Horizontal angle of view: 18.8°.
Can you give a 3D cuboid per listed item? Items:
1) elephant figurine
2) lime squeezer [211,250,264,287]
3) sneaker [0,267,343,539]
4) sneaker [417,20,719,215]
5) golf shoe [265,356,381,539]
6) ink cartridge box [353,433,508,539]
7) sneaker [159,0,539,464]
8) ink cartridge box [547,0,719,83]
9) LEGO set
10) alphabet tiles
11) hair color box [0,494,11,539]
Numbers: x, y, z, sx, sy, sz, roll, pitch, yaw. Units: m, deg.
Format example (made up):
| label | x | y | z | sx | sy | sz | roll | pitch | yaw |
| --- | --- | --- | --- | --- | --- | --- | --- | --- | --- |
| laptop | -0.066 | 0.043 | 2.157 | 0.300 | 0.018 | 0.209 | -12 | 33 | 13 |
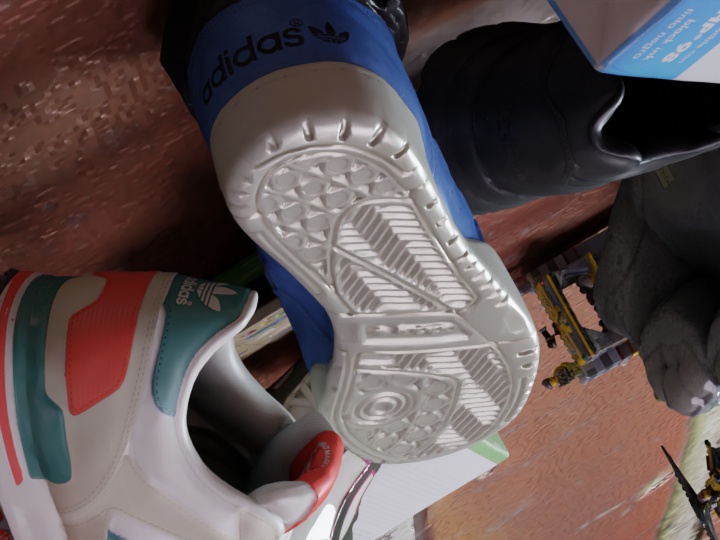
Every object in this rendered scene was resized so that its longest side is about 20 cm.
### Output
| label | x | y | z | sx | sy | sz | roll | pitch | yaw |
| --- | --- | --- | --- | --- | --- | --- | --- | --- | --- |
| elephant figurine | 0.199 | -0.011 | 0.869 | 0.199 | 0.142 | 0.156 | -5 | 125 | -36 |
| lime squeezer | 0.031 | -0.040 | 0.814 | 0.200 | 0.038 | 0.071 | -31 | 160 | -5 |
| sneaker | -0.047 | 0.086 | 0.654 | 0.093 | 0.200 | 0.070 | -5 | -150 | 16 |
| sneaker | 0.113 | -0.072 | 0.727 | 0.200 | 0.076 | 0.091 | -35 | -156 | -35 |
| golf shoe | -0.016 | 0.059 | 0.910 | 0.200 | 0.077 | 0.088 | -41 | 151 | -40 |
| ink cartridge box | -0.034 | 0.119 | 1.079 | 0.200 | 0.048 | 0.146 | -33 | 160 | 9 |
| sneaker | -0.003 | -0.027 | 0.665 | 0.077 | 0.111 | 0.200 | -21 | 145 | 7 |
| ink cartridge box | 0.112 | -0.116 | 0.638 | 0.067 | 0.116 | 0.200 | -43 | 157 | 30 |
| LEGO set | 0.144 | 0.040 | 0.976 | 0.116 | 0.200 | 0.154 | -29 | 180 | -2 |
| alphabet tiles | 0.000 | 0.000 | 0.822 | 0.166 | 0.006 | 0.200 | -32 | 177 | 2 |
| hair color box | -0.157 | 0.037 | 0.628 | 0.061 | 0.102 | 0.200 | -33 | 161 | 8 |
